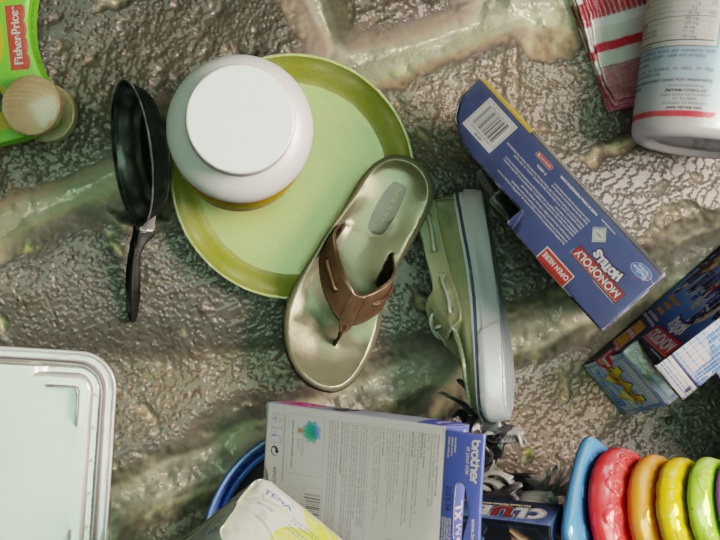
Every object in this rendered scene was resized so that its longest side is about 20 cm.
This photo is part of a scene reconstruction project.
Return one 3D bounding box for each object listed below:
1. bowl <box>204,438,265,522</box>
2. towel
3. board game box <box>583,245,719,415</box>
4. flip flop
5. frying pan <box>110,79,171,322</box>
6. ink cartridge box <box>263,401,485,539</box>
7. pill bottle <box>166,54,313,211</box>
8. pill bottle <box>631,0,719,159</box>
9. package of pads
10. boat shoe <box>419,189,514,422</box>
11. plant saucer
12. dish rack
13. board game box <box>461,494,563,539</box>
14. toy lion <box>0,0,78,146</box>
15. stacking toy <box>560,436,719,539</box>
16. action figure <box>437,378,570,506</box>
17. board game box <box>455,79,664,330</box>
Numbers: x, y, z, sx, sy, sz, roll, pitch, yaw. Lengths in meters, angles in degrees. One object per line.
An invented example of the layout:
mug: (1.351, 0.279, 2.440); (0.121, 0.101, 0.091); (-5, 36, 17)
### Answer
bowl: (-0.030, 0.225, 1.047); (0.200, 0.039, 0.201); (0, 89, -5)
towel: (0.246, -0.251, 1.088); (0.144, 0.023, 0.201); (-20, 91, -6)
board game box: (0.279, 0.047, 1.025); (0.200, 0.200, 0.062); (-40, 92, 10)
flip flop: (0.000, 0.000, 1.012); (0.081, 0.058, 0.200); (28, 87, -5)
frying pan: (-0.168, -0.055, 1.002); (0.031, 0.115, 0.191); (-9, 91, -24)
ink cartridge box: (0.012, 0.167, 0.955); (0.200, 0.042, 0.120); (3, 89, 38)
pill bottle: (-0.088, -0.099, 0.933); (0.104, 0.200, 0.105); (0, 90, -6)
pill bottle: (0.282, -0.197, 1.026); (0.108, 0.109, 0.201); (8, 87, -6)
package of pads: (-0.043, 0.254, 0.947); (0.200, 0.155, 0.068); (40, 51, -4)
boat shoe: (0.084, 0.030, 1.032); (0.062, 0.072, 0.201); (-11, 62, 11)
plant saucer: (-0.056, -0.077, 1.051); (0.199, 0.031, 0.201); (0, 90, -7)
dish rack: (-0.287, 0.162, 1.020); (0.171, 0.044, 0.201); (4, 88, -5)
board game box: (0.094, 0.272, 0.984); (0.135, 0.035, 0.201); (1, 107, 27)
toy lion: (-0.333, -0.195, 1.014); (0.191, 0.069, 0.201); (-6, 91, 1)
stacking toy: (0.254, 0.174, 0.922); (0.200, 0.110, 0.116); (-15, 124, 34)
action figure: (0.121, 0.185, 1.028); (0.102, 0.119, 0.201); (-8, 98, 24)
board game box: (0.160, -0.038, 1.003); (0.062, 0.200, 0.200); (-42, 72, 9)
